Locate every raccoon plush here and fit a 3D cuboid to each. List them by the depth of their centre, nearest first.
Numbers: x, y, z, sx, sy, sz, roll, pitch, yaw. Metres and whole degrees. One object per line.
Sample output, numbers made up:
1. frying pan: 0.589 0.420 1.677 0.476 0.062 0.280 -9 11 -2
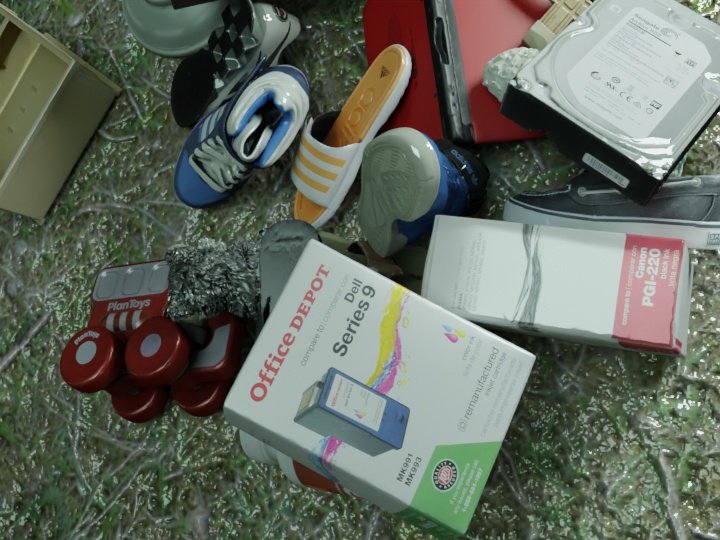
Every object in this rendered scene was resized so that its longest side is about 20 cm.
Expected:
1. raccoon plush: -0.093 0.001 0.795 0.198 0.133 0.099 -11 87 46

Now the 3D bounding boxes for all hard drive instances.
1. hard drive: 0.222 -0.155 0.692 0.139 0.038 0.200 37 57 16

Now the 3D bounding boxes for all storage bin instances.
1. storage bin: -0.426 -0.196 1.047 0.197 0.093 0.202 35 96 25

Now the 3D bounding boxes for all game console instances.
1. game console: 0.101 -0.204 0.849 0.171 0.117 0.204 -25 67 51

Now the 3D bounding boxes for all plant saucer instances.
1. plant saucer: -0.212 -0.355 1.003 0.197 0.050 0.204 -4 79 24

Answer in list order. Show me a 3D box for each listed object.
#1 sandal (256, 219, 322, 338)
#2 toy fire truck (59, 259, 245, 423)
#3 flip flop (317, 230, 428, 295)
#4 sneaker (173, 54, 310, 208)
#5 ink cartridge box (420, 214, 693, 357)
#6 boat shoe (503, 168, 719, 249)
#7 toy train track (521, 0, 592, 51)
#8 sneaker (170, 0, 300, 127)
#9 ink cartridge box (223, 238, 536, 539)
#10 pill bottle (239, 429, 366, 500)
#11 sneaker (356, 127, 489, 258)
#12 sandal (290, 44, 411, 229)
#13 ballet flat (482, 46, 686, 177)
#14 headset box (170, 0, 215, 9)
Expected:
1. sandal: -0.059 0.054 0.730 0.075 0.043 0.204 -11 76 6
2. toy fire truck: -0.212 0.059 0.903 0.197 0.112 0.171 -9 58 22
3. flip flop: 0.000 0.000 0.834 0.197 0.057 0.083 16 85 28
4. sneaker: -0.130 -0.124 0.858 0.200 0.147 0.081 -42 105 16
5. ink cartridge box: 0.165 0.015 0.706 0.197 0.145 0.087 6 85 25
6. boat shoe: 0.209 -0.062 0.718 0.198 0.071 0.069 10 102 46
7. toy train track: 0.224 -0.282 0.783 0.114 0.033 0.200 42 91 5
8. sneaker: -0.136 -0.216 0.935 0.199 0.088 0.075 -30 73 43
9. ink cartridge box: 0.012 0.092 0.656 0.198 0.088 0.147 28 72 3
10. pill bottle: -0.007 0.148 0.780 0.197 0.112 0.114 5 82 26
11. sneaker: 0.062 -0.082 0.728 0.110 0.200 0.077 -31 76 -15
12. sandal: -0.027 -0.139 0.847 0.208 0.059 0.079 -59 38 18
13. ballet flat: 0.199 -0.146 0.743 0.198 0.072 0.072 34 95 11
14. headset box: -0.103 -0.351 0.877 0.196 0.078 0.150 -12 40 4
